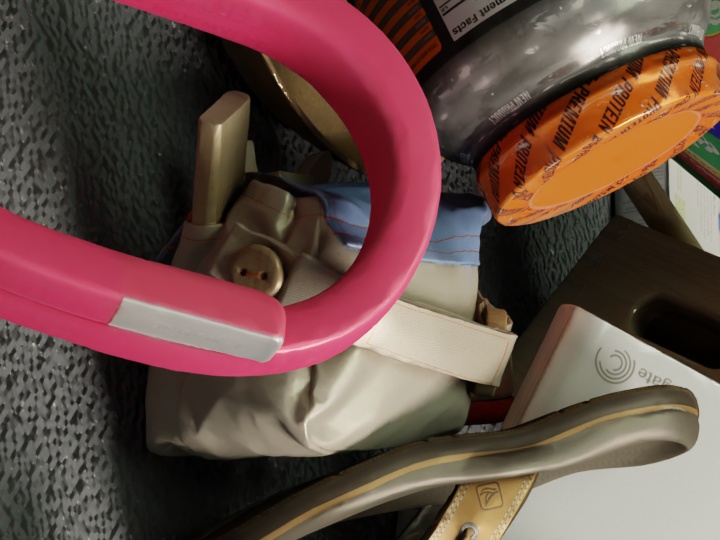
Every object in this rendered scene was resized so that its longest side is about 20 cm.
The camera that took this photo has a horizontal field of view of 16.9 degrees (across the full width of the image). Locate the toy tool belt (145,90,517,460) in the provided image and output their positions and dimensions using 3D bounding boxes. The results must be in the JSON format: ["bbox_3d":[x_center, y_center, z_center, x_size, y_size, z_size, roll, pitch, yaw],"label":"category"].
[{"bbox_3d":[0.000,0.000,0.879,0.200,0.124,0.124,-2,90,-61],"label":"toy tool belt"}]

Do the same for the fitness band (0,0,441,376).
[{"bbox_3d":[-0.069,-0.044,0.760,0.199,0.037,0.145,18,56,-15],"label":"fitness band"}]

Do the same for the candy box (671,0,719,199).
[{"bbox_3d":[0.153,-0.092,1.018,0.169,0.077,0.200,45,-2,39],"label":"candy box"}]

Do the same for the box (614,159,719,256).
[{"bbox_3d":[0.195,-0.048,1.321,0.200,0.036,0.145,35,51,-49],"label":"box"}]

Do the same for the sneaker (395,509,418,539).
[{"bbox_3d":[0.067,0.158,0.945,0.073,0.114,0.202,36,51,-51],"label":"sneaker"}]

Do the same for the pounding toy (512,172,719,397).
[{"bbox_3d":[0.162,0.049,1.090,0.142,0.199,0.184,-51,132,-11],"label":"pounding toy"}]

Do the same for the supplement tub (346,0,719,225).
[{"bbox_3d":[0.048,-0.126,0.884,0.122,0.122,0.201,-5,66,-60],"label":"supplement tub"}]

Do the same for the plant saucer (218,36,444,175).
[{"bbox_3d":[-0.017,-0.130,0.978,0.200,0.035,0.202,32,52,-52],"label":"plant saucer"}]

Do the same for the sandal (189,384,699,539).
[{"bbox_3d":[0.031,0.087,0.846,0.199,0.082,0.055,-12,81,-20],"label":"sandal"}]

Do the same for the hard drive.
[{"bbox_3d":[0.090,0.132,0.911,0.131,0.027,0.201,28,83,-11],"label":"hard drive"}]
